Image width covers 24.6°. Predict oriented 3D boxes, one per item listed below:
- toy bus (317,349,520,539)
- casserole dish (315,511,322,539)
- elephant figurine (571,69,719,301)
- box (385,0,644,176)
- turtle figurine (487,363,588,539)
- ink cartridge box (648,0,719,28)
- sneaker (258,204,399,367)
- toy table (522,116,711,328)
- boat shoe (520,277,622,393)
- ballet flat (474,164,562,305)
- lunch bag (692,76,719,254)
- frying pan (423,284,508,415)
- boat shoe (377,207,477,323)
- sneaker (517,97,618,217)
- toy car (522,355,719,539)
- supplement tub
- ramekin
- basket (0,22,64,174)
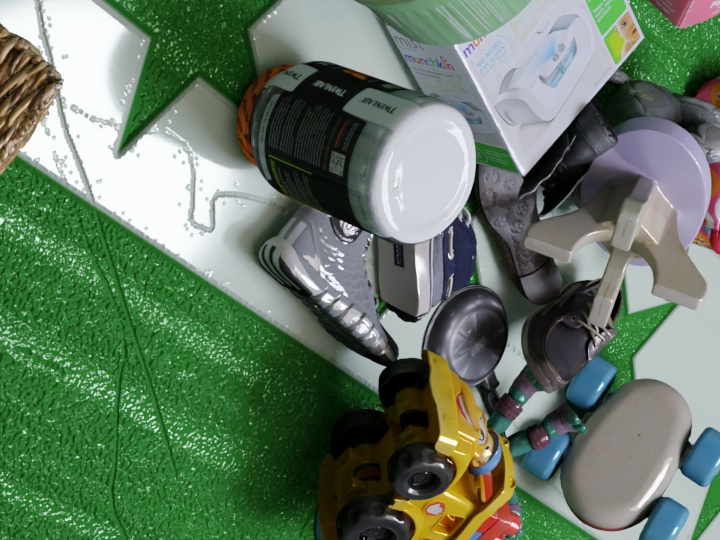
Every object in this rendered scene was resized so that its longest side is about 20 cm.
[{"bbox_3d":[0.080,0.196,1.565,0.191,0.136,0.200,22,127,-22],"label":"toy bus"},{"bbox_3d":[0.017,0.289,1.696,0.121,0.039,0.201,-28,125,-31],"label":"casserole dish"},{"bbox_3d":[0.294,-0.090,1.739,0.140,0.156,0.201,6,139,-10],"label":"elephant figurine"},{"bbox_3d":[0.146,-0.226,1.548,0.200,0.096,0.177,-47,129,-19],"label":"box"},{"bbox_3d":[0.132,0.196,1.717,0.200,0.101,0.150,-44,128,2],"label":"turtle figurine"},{"bbox_3d":[0.318,-0.357,1.571,0.082,0.147,0.201,-23,151,-33],"label":"ink cartridge box"},{"bbox_3d":[0.000,0.000,1.534,0.116,0.075,0.200,-56,134,-13],"label":"sneaker"},{"bbox_3d":[0.263,-0.041,1.620,0.201,0.183,0.118,78,33,-49],"label":"toy table"},{"bbox_3d":[0.222,0.056,1.707,0.075,0.073,0.200,53,31,-11],"label":"boat shoe"},{"bbox_3d":[0.158,-0.053,1.684,0.067,0.046,0.201,-27,121,-4],"label":"ballet flat"},{"bbox_3d":[0.441,-0.127,1.888,0.175,0.082,0.202,-18,120,-41],"label":"lunch bag"},{"bbox_3d":[0.116,0.107,1.720,0.114,0.031,0.191,-22,118,-33],"label":"frying pan"},{"bbox_3d":[0.065,-0.056,1.580,0.092,0.074,0.201,-29,133,-39],"label":"boat shoe"},{"bbox_3d":[0.190,-0.128,1.614,0.104,0.200,0.060,-39,112,13],"label":"sneaker"},{"bbox_3d":[0.302,0.221,1.873,0.177,0.184,0.200,-56,163,-9],"label":"toy car"},{"bbox_3d":[-0.009,-0.105,1.390,0.122,0.199,0.123,-19,121,-36],"label":"supplement tub"},{"bbox_3d":[0.072,-0.289,1.396,0.201,0.199,0.098,-60,142,-5],"label":"ramekin"},{"bbox_3d":[-0.329,-0.098,1.196,0.142,0.149,0.201,38,79,-11],"label":"basket"}]
